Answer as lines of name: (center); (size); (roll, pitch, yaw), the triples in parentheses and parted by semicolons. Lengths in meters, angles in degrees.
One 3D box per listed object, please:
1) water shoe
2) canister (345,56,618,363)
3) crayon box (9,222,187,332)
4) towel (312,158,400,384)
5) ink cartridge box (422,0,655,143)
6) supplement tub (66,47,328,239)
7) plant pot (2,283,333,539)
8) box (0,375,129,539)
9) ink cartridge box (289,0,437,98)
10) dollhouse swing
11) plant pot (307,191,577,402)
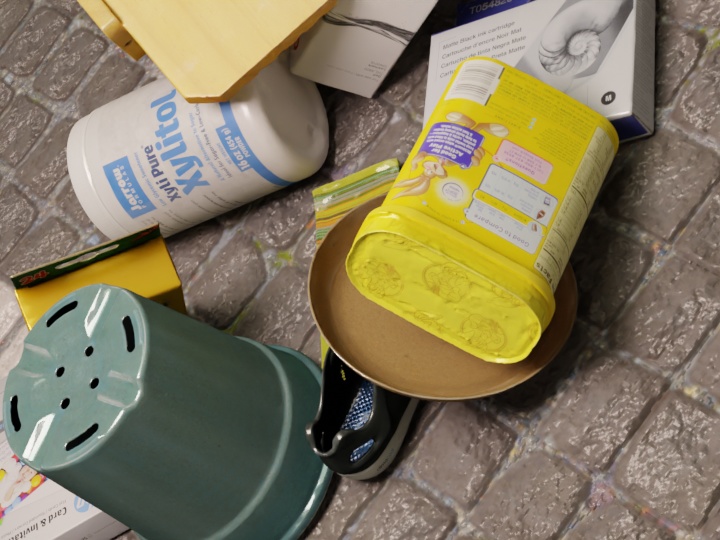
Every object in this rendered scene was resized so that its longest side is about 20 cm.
water shoe: (0.018, 0.058, 1.503); (0.071, 0.079, 0.200); (7, 70, 30)
canister: (0.095, -0.049, 1.452); (0.200, 0.148, 0.087); (-62, 0, -38)
crayon box: (-0.207, 0.035, 1.609); (0.127, 0.200, 0.051); (-21, 72, -8)
towel: (0.000, 0.000, 1.616); (0.086, 0.018, 0.200); (-24, 48, 26)
ink cartridge box: (0.144, -0.174, 1.602); (0.200, 0.041, 0.200); (-16, 52, 31)
supplement tub: (-0.140, -0.111, 1.730); (0.200, 0.132, 0.132); (-22, 49, 27)
plant pot: (-0.154, 0.114, 1.520); (0.200, 0.196, 0.200); (-21, 53, 32)
box: (-0.271, 0.164, 1.710); (0.156, 0.041, 0.200); (-30, 47, 20)
ink cartridge box: (0.013, -0.266, 1.679); (0.200, 0.084, 0.146); (127, 151, -46)
dollhouse swing: (-0.111, -0.236, 1.693); (0.200, 0.182, 0.176); (-42, 82, 1)
plant pot: (0.061, 0.020, 1.478); (0.200, 0.027, 0.200); (1, 51, -1)
